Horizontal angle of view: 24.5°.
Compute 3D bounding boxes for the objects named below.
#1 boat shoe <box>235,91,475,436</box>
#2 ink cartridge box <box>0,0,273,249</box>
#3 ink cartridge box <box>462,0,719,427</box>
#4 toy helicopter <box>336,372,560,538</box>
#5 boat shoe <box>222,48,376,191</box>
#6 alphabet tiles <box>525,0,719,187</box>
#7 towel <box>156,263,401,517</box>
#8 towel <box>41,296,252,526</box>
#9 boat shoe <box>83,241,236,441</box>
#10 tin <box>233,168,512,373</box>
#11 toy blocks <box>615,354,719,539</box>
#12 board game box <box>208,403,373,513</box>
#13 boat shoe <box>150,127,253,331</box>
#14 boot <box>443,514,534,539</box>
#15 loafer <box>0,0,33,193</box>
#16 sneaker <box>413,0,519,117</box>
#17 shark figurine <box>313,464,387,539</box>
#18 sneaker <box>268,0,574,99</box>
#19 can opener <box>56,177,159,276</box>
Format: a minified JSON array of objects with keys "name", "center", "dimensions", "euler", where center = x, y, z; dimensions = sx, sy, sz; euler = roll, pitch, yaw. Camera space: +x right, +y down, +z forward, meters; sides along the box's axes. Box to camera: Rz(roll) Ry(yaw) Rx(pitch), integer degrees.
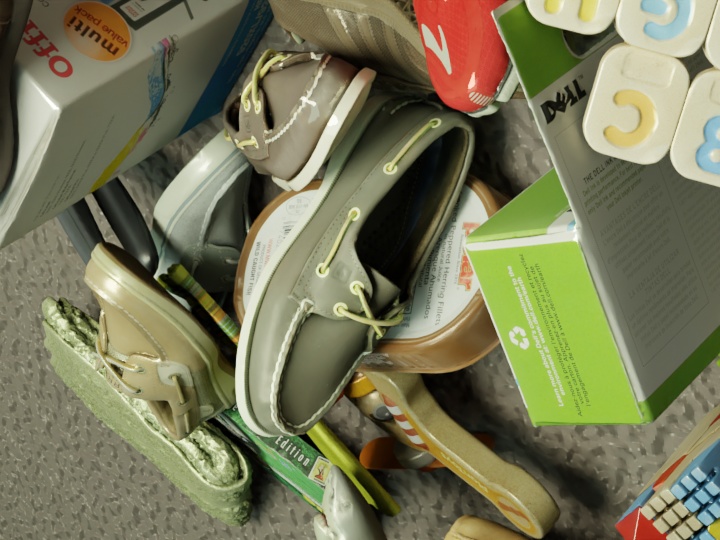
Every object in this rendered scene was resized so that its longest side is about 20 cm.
[{"name":"boat shoe","center":[-0.002,-0.001,0.887],"dimensions":[0.060,0.203,0.072],"euler":[16,167,46]},{"name":"ink cartridge box","center":[-0.170,-0.141,0.947],"dimensions":[0.147,0.200,0.145],"euler":[46,140,6]},{"name":"ink cartridge box","center":[0.114,-0.049,0.791],"dimensions":[0.075,0.147,0.202],"euler":[-7,112,47]},{"name":"toy helicopter","center":[0.043,0.103,1.017],"dimensions":[0.199,0.079,0.133],"euler":[37,159,32]},{"name":"boat shoe","center":[-0.039,-0.087,0.908],"dimensions":[0.059,0.072,0.200],"euler":[36,174,-7]},{"name":"alphabet tiles","center":[0.173,-0.129,0.688],"dimensions":[0.198,0.015,0.198],"euler":[15,108,-1]},{"name":"towel","center":[-0.052,0.074,1.018],"dimensions":[0.200,0.018,0.086],"euler":[48,175,-6]},{"name":"towel","center":[-0.156,0.107,1.205],"dimensions":[0.199,0.037,0.149],"euler":[39,162,11]},{"name":"boat shoe","center":[-0.128,0.051,1.013],"dimensions":[0.072,0.065,0.200],"euler":[42,170,26]},{"name":"tin","center":[0.008,0.001,0.951],"dimensions":[0.198,0.042,0.113],"euler":[-3,72,38]},{"name":"toy blocks","center":[0.197,0.095,0.825],"dimensions":[0.100,0.136,0.200],"euler":[45,140,7]},{"name":"board game box","center":[-0.073,0.112,1.146],"dimensions":[0.199,0.024,0.105],"euler":[36,163,17]},{"name":"boat shoe","center":[-0.095,-0.018,1.076],"dimensions":[0.071,0.070,0.201],"euler":[40,144,6]},{"name":"boot","center":[0.162,0.227,0.995],"dimensions":[0.198,0.066,0.176],"euler":[12,141,39]},{"name":"loafer","center":[-0.216,-0.090,0.821],"dimensions":[0.073,0.071,0.201],"euler":[36,135,16]},{"name":"sneaker","center":[0.026,-0.167,0.782],"dimensions":[0.077,0.084,0.203],"euler":[-29,67,52]},{"name":"shark figurine","center":[0.014,0.206,1.041],"dimensions":[0.215,0.088,0.130],"euler":[99,156,-68]},{"name":"sneaker","center":[0.032,-0.129,0.886],"dimensions":[0.199,0.070,0.076],"euler":[30,153,30]},{"name":"can opener","center":[-0.184,-0.063,1.074],"dimensions":[0.079,0.063,0.201],"euler":[84,165,-53]}]
